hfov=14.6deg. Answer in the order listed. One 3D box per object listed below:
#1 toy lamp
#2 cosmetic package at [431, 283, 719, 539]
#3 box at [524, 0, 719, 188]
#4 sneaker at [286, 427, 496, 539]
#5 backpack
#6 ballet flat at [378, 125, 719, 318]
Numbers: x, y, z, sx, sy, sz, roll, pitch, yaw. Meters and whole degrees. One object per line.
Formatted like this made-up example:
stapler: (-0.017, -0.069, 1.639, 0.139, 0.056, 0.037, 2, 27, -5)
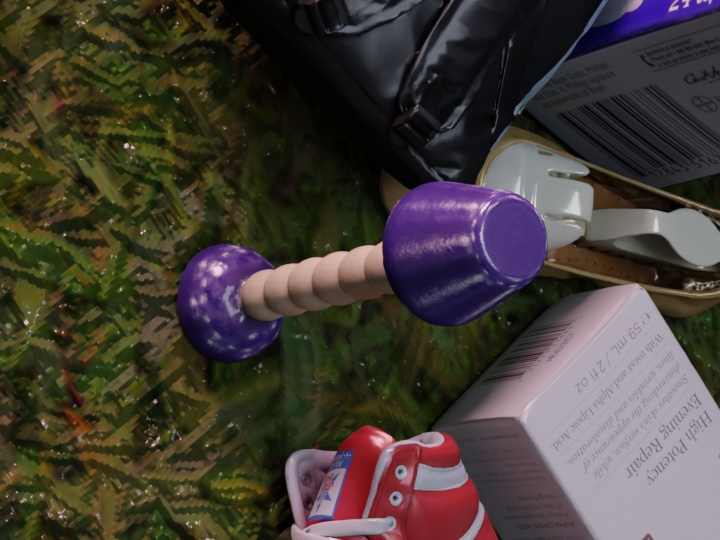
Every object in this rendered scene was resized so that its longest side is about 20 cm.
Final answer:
toy lamp: (0.000, 0.000, 1.116, 0.058, 0.200, 0.058, 5, 81, -36)
cosmetic package: (0.129, 0.117, 1.273, 0.102, 0.074, 0.200, -44, 108, -31)
box: (0.181, -0.155, 1.278, 0.105, 0.184, 0.200, 36, 64, -24)
sneaker: (-0.018, 0.137, 1.156, 0.200, 0.071, 0.113, -30, 105, -42)
backpack: (0.040, -0.153, 1.215, 0.200, 0.154, 0.163, -47, 110, -7)
ballet flat: (0.102, -0.027, 1.278, 0.200, 0.063, 0.069, 14, 77, -33)
